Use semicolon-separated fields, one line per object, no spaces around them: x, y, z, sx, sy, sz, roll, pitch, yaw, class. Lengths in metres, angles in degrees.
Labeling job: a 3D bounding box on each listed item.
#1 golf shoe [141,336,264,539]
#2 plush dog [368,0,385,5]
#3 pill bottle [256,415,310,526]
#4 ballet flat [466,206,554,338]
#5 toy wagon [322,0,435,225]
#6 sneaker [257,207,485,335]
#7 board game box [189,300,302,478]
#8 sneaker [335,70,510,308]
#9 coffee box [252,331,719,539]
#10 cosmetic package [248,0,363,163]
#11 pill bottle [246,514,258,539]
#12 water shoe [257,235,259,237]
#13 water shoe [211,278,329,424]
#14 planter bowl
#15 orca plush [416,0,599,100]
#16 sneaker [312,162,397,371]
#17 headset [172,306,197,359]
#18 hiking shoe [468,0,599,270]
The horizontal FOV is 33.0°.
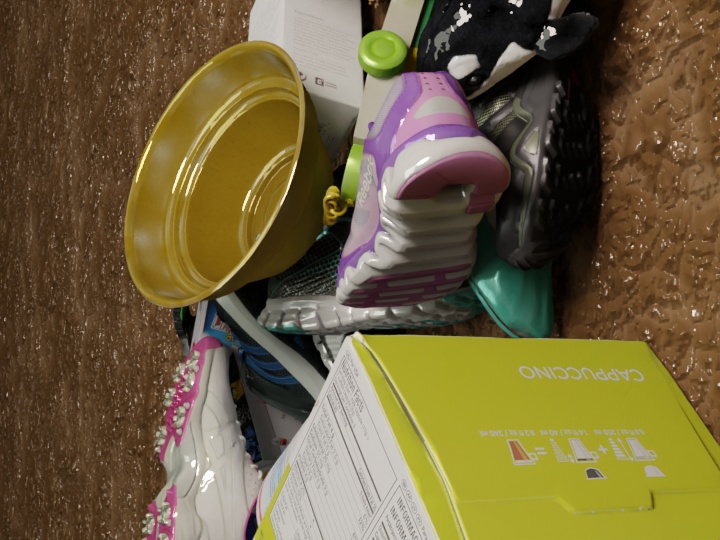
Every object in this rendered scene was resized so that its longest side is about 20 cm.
-0.118;0.154;0.977;0.075;0.091;0.201;-30;49;60;golf shoe
-0.040;-0.294;0.932;0.200;0.171;0.161;42;126;55;plush dog
0.003;0.143;0.895;0.200;0.108;0.109;-55;42;47;pill bottle
0.087;-0.049;0.791;0.070;0.067;0.200;-50;46;32;ballet flat
0.017;-0.116;0.858;0.155;0.039;0.201;95;-170;-62;toy wagon
0.006;-0.003;0.874;0.199;0.077;0.092;-5;82;33;sneaker
-0.088;0.098;1.054;0.035;0.126;0.201;-113;34;-64;board game box
0.029;-0.046;0.721;0.200;0.080;0.089;113;146;-59;sneaker
0.079;0.170;0.640;0.198;0.199;0.200;-66;34;35;coffee box
-0.048;-0.176;1.001;0.102;0.071;0.201;123;154;-45;cosmetic package
-0.052;0.280;0.992;0.112;0.112;0.200;-63;35;40;pill bottle
-0.081;-0.105;1.094;0.079;0.071;0.201;117;145;-47;water shoe
-0.076;0.066;0.978;0.079;0.200;0.072;-37;8;30;water shoe
-0.079;-0.057;0.878;0.200;0.083;0.201;-25;54;39;planter bowl
0.097;-0.180;0.675;0.200;0.071;0.106;-35;59;19;orca plush
0.000;0.000;0.954;0.090;0.066;0.201;136;132;-57;sneaker
-0.101;0.078;1.100;0.094;0.123;0.201;-79;-18;-47;headset
0.088;-0.095;0.745;0.100;0.076;0.201;-5;73;35;hiking shoe
